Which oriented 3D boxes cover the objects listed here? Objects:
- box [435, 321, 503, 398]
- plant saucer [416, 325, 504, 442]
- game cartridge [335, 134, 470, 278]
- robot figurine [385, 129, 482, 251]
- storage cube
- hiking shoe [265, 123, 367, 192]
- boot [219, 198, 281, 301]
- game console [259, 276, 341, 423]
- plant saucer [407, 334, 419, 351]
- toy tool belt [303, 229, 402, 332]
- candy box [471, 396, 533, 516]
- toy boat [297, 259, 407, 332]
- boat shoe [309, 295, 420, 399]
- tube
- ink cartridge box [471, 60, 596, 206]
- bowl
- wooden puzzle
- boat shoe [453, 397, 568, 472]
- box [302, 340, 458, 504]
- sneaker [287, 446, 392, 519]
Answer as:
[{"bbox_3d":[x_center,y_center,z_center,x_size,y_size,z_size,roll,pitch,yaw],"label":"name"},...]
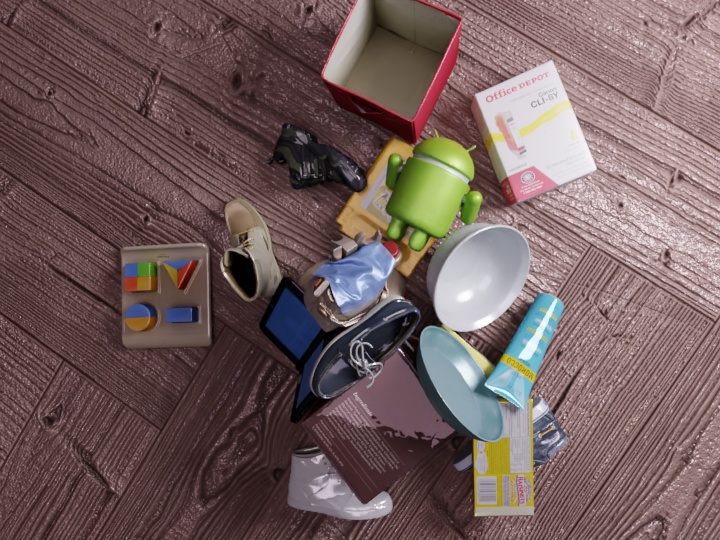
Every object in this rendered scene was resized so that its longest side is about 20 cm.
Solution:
[{"bbox_3d":[0.206,0.173,0.978,0.200,0.075,0.050,43,96,4],"label":"box"},{"bbox_3d":[0.148,0.181,0.858,0.036,0.200,0.201,-39,86,24],"label":"plant saucer"},{"bbox_3d":[0.074,-0.116,1.011,0.176,0.032,0.201,34,93,5],"label":"game cartridge"},{"bbox_3d":[0.117,-0.134,0.933,0.174,0.116,0.201,27,95,14],"label":"robot figurine"},{"bbox_3d":[0.055,-0.343,0.936,0.170,0.180,0.201,27,95,6],"label":"storage cube"},{"bbox_3d":[-0.079,-0.184,1.012,0.199,0.076,0.101,35,103,18],"label":"hiking shoe"},{"bbox_3d":[-0.209,-0.041,0.985,0.072,0.155,0.202,-22,88,7],"label":"boot"},{"bbox_3d":[-0.119,0.142,0.947,0.118,0.200,0.174,19,53,-13],"label":"game console"},{"bbox_3d":[0.060,0.211,1.018,0.198,0.032,0.203,0,92,7],"label":"plant saucer"},{"bbox_3d":[0.000,0.000,0.864,0.200,0.123,0.125,-39,74,-23],"label":"toy tool belt"},{"bbox_3d":[0.239,0.314,0.931,0.101,0.026,0.202,-2,95,0],"label":"candy box"},{"bbox_3d":[-0.018,0.063,0.994,0.198,0.131,0.132,9,121,7],"label":"toy boat"},{"bbox_3d":[0.009,0.121,0.820,0.200,0.062,0.075,-39,115,-8],"label":"boat shoe"},{"bbox_3d":[0.285,0.132,0.937,0.077,0.050,0.201,31,68,6],"label":"tube"},{"bbox_3d":[0.294,-0.233,0.955,0.144,0.083,0.202,-22,88,7],"label":"ink cartridge box"},{"bbox_3d":[0.187,-0.003,0.949,0.199,0.090,0.203,-14,124,-22],"label":"bowl"},{"bbox_3d":[-0.381,0.051,1.063,0.183,0.046,0.202,-3,91,7],"label":"wooden puzzle"},{"bbox_3d":[0.266,0.319,0.973,0.200,0.071,0.091,-36,85,5],"label":"boat shoe"},{"bbox_3d":[0.038,0.239,0.922,0.200,0.166,0.165,-39,86,6],"label":"box"},{"bbox_3d":[-0.038,0.382,1.012,0.198,0.074,0.117,3,94,8],"label":"sneaker"}]
